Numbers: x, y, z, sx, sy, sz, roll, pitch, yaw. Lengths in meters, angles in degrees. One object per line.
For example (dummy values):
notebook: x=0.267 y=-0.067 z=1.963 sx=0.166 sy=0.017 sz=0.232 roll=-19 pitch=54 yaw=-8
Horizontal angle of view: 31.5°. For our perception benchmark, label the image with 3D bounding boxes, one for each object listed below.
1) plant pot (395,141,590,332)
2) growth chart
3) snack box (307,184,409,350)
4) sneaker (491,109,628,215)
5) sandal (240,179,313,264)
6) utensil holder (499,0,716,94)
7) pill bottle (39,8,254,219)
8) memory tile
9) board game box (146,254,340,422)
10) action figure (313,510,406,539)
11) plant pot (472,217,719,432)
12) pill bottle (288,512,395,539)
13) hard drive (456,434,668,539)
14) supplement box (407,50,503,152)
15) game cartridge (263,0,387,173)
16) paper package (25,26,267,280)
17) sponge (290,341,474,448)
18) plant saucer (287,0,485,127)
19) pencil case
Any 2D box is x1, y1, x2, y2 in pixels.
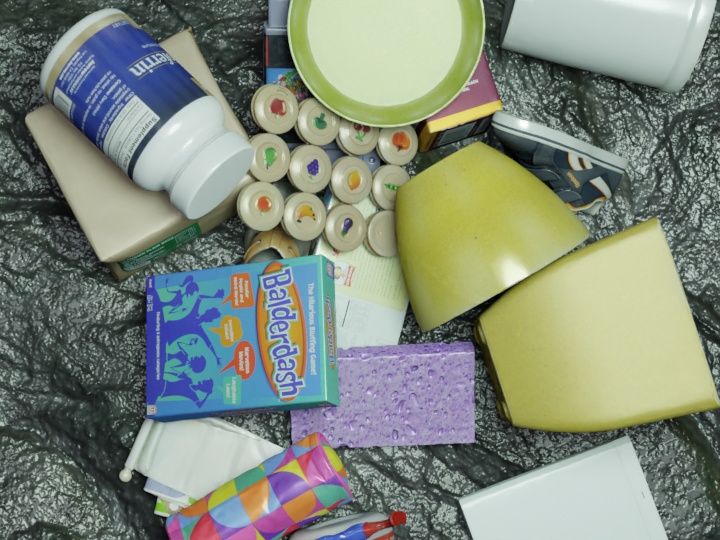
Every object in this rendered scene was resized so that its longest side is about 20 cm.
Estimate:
plant pot: x=0.115 y=-0.047 z=1.315 sx=0.200 sy=0.200 sz=0.142 roll=-30 pitch=90 yaw=-6
growth chart: x=-0.158 y=0.220 z=1.362 sx=0.200 sy=0.018 sz=0.145 roll=30 pitch=93 yaw=0
snack box: x=0.000 y=0.000 z=1.381 sx=0.116 sy=0.037 sz=0.201 roll=17 pitch=83 yaw=-15
sneaker: x=0.207 y=-0.109 z=1.356 sx=0.200 sy=0.078 sz=0.080 roll=16 pitch=100 yaw=-40
sandal: x=-0.103 y=-0.004 z=1.375 sx=0.081 sy=0.055 sz=0.201 roll=24 pitch=77 yaw=-1
utensil holder: x=0.264 y=-0.293 z=1.374 sx=0.199 sy=0.170 sz=0.171 roll=12 pitch=84 yaw=0
pill bottle: x=-0.205 y=-0.150 z=1.244 sx=0.200 sy=0.116 sz=0.116 roll=43 pitch=83 yaw=8
memory tile: x=-0.030 y=-0.100 z=1.324 sx=0.199 sy=0.017 sz=0.154 roll=12 pitch=85 yaw=-30
board game box: x=-0.123 y=0.072 z=1.316 sx=0.199 sy=0.045 sz=0.153 roll=-8 pitch=74 yaw=16
action figure: x=-0.056 y=0.285 z=1.229 sx=0.199 sy=0.099 sz=0.065 roll=-19 pitch=83 yaw=23
plant pot: x=0.227 y=0.075 z=1.327 sx=0.199 sy=0.194 sz=0.196 roll=-17 pitch=85 yaw=0
pill bottle: x=-0.002 y=0.358 z=1.317 sx=0.112 sy=0.112 sz=0.201 roll=-14 pitch=85 yaw=-5
hard drive: x=0.220 y=0.275 z=1.383 sx=0.199 sy=0.026 sz=0.132 roll=-20 pitch=86 yaw=-6
supplement box: x=0.077 y=-0.243 z=1.384 sx=0.085 sy=0.110 sz=0.201 roll=-18 pitch=86 yaw=-6
game cartridge: x=-0.039 y=-0.196 z=1.359 sx=0.129 sy=0.038 sz=0.201 roll=-2 pitch=120 yaw=-7
paper package: x=-0.219 y=-0.120 z=1.348 sx=0.200 sy=0.103 sz=0.191 roll=-29 pitch=79 yaw=-6
sponge: x=0.024 y=0.134 z=1.359 sx=0.199 sy=0.030 sz=0.112 roll=-2 pitch=114 yaw=-3
plant saucer: x=0.026 y=-0.247 z=1.295 sx=0.199 sy=0.031 sz=0.201 roll=0 pitch=100 yaw=-2
pencil case: x=-0.106 y=0.246 z=1.317 sx=0.200 sy=0.088 sz=0.089 roll=-30 pitch=87 yaw=3
